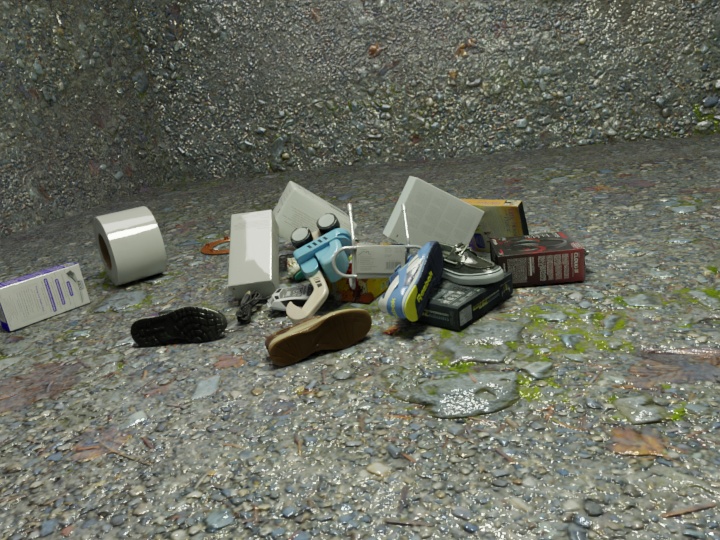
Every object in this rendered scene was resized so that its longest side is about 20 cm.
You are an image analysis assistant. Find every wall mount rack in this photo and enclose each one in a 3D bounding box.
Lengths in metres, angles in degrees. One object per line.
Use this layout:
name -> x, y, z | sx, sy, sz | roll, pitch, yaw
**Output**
wall mount rack -> 0.037, -0.050, 1.161 | 0.199, 0.175, 0.075 | -1, 7, -7

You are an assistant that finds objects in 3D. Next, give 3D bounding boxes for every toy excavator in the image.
toy excavator -> -0.085, 0.002, 1.175 | 0.194, 0.100, 0.200 | -29, 47, -4

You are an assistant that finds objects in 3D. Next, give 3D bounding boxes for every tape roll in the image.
tape roll -> -0.659, -0.071, 1.613 | 0.139, 0.204, 0.202 | -19, 21, -33

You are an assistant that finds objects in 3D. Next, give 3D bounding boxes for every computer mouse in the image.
computer mouse -> -0.165, 0.070, 1.234 | 0.199, 0.044, 0.110 | -8, 23, 5

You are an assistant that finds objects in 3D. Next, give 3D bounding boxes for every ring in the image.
ring -> -0.428, -0.091, 1.873 | 0.199, 0.019, 0.201 | -7, 19, 2

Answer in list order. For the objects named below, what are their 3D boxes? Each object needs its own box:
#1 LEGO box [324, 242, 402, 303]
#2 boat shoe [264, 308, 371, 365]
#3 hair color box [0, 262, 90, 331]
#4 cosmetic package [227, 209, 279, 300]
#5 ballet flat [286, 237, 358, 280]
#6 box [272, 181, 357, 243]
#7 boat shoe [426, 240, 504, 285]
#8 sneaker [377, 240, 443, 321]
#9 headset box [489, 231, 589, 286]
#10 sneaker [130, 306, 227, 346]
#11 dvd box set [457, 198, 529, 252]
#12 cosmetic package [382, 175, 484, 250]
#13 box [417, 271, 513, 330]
LEGO box -> 0.000, 0.000, 1.320 | 0.148, 0.078, 0.200 | 3, 21, 30
boat shoe -> -0.078, 0.111, 1.033 | 0.199, 0.073, 0.072 | -21, 22, -17
hair color box -> -0.798, 0.061, 1.415 | 0.065, 0.110, 0.200 | 7, 23, 42
cosmetic package -> -0.254, -0.038, 1.356 | 0.107, 0.085, 0.201 | -5, 62, 4
ballet flat -> -0.102, -0.048, 1.436 | 0.199, 0.076, 0.064 | -28, 65, -11
box -> -0.135, -0.133, 1.547 | 0.199, 0.131, 0.199 | 29, 7, -16
boat shoe -> 0.198, -0.020, 1.140 | 0.072, 0.071, 0.199 | -22, 23, -37
sneaker -> 0.099, 0.012, 1.082 | 0.082, 0.074, 0.200 | -2, 37, 37
headset box -> 0.393, -0.027, 1.242 | 0.199, 0.075, 0.149 | -5, 18, 8
sneaker -> -0.367, 0.103, 1.175 | 0.199, 0.076, 0.088 | -5, 12, 8
dvd box set -> 0.320, -0.111, 1.416 | 0.199, 0.147, 0.029 | 7, 42, 41
cosmetic package -> 0.174, -0.113, 1.339 | 0.199, 0.151, 0.052 | 23, 7, -21
box -> 0.188, 0.048, 1.138 | 0.157, 0.051, 0.200 | 10, 26, 43
